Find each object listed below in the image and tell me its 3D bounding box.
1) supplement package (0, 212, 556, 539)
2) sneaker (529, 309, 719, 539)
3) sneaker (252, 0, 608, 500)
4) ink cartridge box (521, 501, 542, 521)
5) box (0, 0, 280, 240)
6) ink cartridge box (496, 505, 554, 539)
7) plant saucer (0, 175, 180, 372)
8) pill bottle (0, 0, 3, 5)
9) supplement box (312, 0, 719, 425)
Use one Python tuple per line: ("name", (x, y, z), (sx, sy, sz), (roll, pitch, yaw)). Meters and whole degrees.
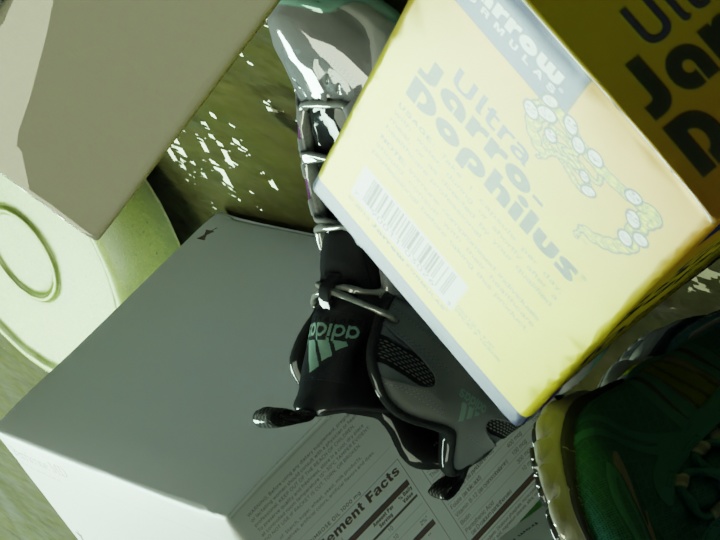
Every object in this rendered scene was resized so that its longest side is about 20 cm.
("supplement package", (-0.035, 0.074, 1.136), (0.200, 0.156, 0.111), (12, 141, 54))
("sneaker", (0.111, 0.055, 0.822), (0.079, 0.200, 0.078), (-22, 103, 29))
("sneaker", (0.000, 0.000, 0.965), (0.200, 0.140, 0.078), (52, 157, -18))
("ink cartridge box", (-0.002, 0.181, 1.208), (0.084, 0.200, 0.146), (45, 158, 2))
("box", (-0.045, -0.111, 0.776), (0.068, 0.082, 0.200), (36, 114, -7))
("ink cartridge box", (0.114, 0.173, 0.877), (0.146, 0.083, 0.200), (57, 165, -16))
("plant saucer", (-0.162, -0.015, 1.309), (0.200, 0.031, 0.200), (32, 140, 31))
("pill bottle", (-0.150, -0.107, 0.960), (0.112, 0.200, 0.112), (37, 157, 19))
("supplement box", (0.075, -0.050, 0.775), (0.110, 0.109, 0.200), (49, 159, 7))
